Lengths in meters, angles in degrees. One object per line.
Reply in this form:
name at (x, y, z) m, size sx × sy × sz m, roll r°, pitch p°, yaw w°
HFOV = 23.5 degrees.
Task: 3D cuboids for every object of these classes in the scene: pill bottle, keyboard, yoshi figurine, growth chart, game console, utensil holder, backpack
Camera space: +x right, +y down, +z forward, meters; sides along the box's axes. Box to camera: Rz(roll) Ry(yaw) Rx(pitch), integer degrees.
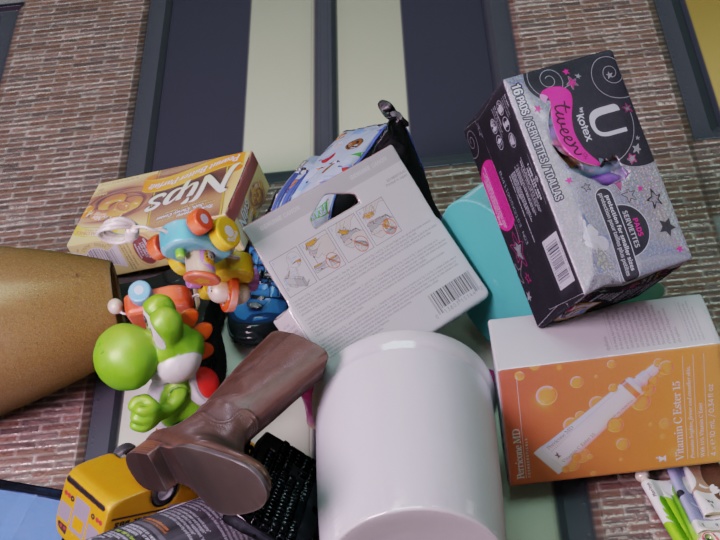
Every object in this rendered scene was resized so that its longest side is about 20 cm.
pill bottle at (-0.139, 0.250, 1.472) m, size 0.199 × 0.107 × 0.106 m, roll -16°, pitch 36°, yaw -39°
keyboard at (-0.075, 0.177, 1.492) m, size 0.103 × 0.040 × 0.200 m, roll 26°, pitch 14°, yaw -2°
yoshi figurine at (-0.192, 0.110, 1.594) m, size 0.112 × 0.201 × 0.112 m, roll 18°, pitch 47°, yaw 27°
growth chart at (0.348, 0.188, 1.551) m, size 0.198 × 0.018 × 0.145 m, roll -18°, pitch 40°, yaw -13°
game console at (-0.336, 0.224, 1.546) m, size 0.198 × 0.119 × 0.173 m, roll 7°, pitch 42°, yaw 17°
utensil holder at (0.043, 0.181, 1.496) m, size 0.168 × 0.171 × 0.201 m, roll -6°, pitch 42°, yaw 2°
backpack at (-0.006, -0.038, 1.752) m, size 0.153 × 0.201 × 0.191 m, roll -15°, pitch 23°, yaw 34°

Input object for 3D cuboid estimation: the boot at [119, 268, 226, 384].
boot at (-0.210, 0.069, 1.759) m, size 0.137 × 0.078 × 0.200 m, roll -12°, pitch 28°, yaw 4°

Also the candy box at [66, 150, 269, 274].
candy box at (-0.208, -0.059, 1.878) m, size 0.198 × 0.056 × 0.116 m, roll -10°, pitch 37°, yaw 22°

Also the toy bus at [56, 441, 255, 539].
toy bus at (-0.170, 0.197, 1.544) m, size 0.065 × 0.079 × 0.199 m, roll 31°, pitch 24°, yaw 36°

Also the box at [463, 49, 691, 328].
box at (0.191, -0.071, 1.530) m, size 0.114 × 0.132 × 0.201 m, roll -17°, pitch 80°, yaw -17°

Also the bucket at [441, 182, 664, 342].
bucket at (0.181, -0.015, 1.684) m, size 0.134 × 0.208 × 0.207 m, roll -27°, pitch 43°, yaw -23°

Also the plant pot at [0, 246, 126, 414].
plant pot at (-0.334, 0.055, 1.698) m, size 0.198 × 0.187 × 0.187 m, roll -9°, pitch 39°, yaw -3°

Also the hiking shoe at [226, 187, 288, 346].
hiking shoe at (-0.100, -0.005, 1.805) m, size 0.074 × 0.087 × 0.201 m, roll 2°, pitch 40°, yaw 13°

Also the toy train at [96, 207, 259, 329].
toy train at (-0.169, 0.014, 1.581) m, size 0.149 × 0.200 × 0.056 m, roll -9°, pitch 65°, yaw 0°

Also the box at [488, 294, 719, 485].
box at (0.223, 0.108, 1.568) m, size 0.198 × 0.125 × 0.098 m, roll -7°, pitch 26°, yaw 3°

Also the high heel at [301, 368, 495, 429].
high heel at (0.035, 0.097, 1.652) m, size 0.198 × 0.096 × 0.068 m, roll -4°, pitch 39°, yaw 5°

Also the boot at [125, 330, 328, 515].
boot at (-0.079, 0.118, 1.459) m, size 0.186 × 0.065 × 0.200 m, roll 6°, pitch 34°, yaw 48°

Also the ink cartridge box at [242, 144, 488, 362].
ink cartridge box at (0.000, 0.000, 1.636) m, size 0.199 × 0.045 × 0.177 m, roll -30°, pitch 85°, yaw -33°
